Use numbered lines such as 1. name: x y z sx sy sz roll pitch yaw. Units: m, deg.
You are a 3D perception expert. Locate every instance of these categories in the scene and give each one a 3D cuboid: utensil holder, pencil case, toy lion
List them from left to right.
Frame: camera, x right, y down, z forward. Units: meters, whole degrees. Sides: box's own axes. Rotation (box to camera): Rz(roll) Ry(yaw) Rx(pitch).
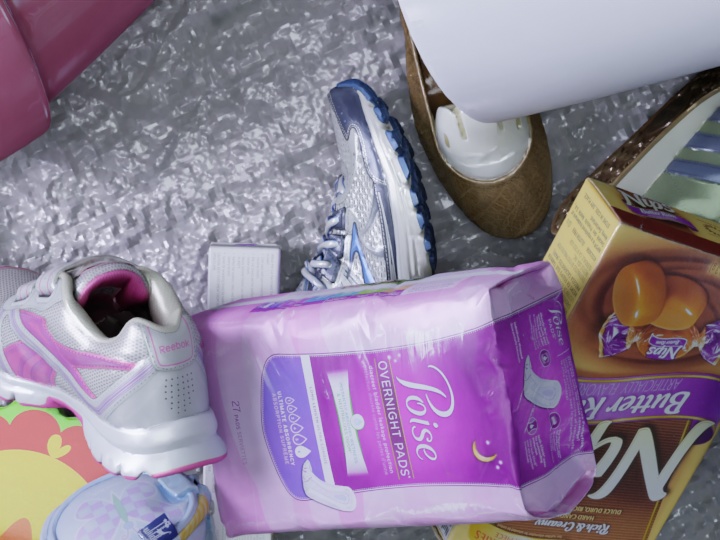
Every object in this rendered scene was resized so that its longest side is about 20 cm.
1. toy lion: -0.216 0.156 1.271 0.199 0.069 0.192 17 87 -1
2. pencil case: -0.102 0.199 1.226 0.091 0.083 0.201 -33 125 -34
3. utensil holder: 0.130 -0.171 1.138 0.199 0.170 0.171 -14 94 24

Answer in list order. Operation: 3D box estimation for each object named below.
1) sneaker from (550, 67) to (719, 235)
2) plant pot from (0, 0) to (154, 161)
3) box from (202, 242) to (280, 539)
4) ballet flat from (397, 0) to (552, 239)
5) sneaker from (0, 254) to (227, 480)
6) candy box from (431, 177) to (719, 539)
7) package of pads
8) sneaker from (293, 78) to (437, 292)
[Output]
1. sneaker: 0.202 -0.058 1.257 0.200 0.067 0.090 -42 101 2
2. plant pot: -0.179 -0.176 1.191 0.179 0.200 0.200 -34 93 -14
3. box: -0.065 0.085 1.274 0.041 0.039 0.201 1 94 -2
4. ballet flat: 0.056 -0.112 1.245 0.068 0.072 0.201 -13 94 2
5. sneaker: -0.135 0.029 1.206 0.081 0.200 0.089 -14 118 -39
6. candy box: 0.127 0.064 1.222 0.116 0.057 0.200 17 113 -25
7. package of pads: 0.011 0.067 1.176 0.199 0.076 0.121 -7 99 35
8. sneaker: 0.000 0.000 1.252 0.085 0.077 0.201 -12 93 5
